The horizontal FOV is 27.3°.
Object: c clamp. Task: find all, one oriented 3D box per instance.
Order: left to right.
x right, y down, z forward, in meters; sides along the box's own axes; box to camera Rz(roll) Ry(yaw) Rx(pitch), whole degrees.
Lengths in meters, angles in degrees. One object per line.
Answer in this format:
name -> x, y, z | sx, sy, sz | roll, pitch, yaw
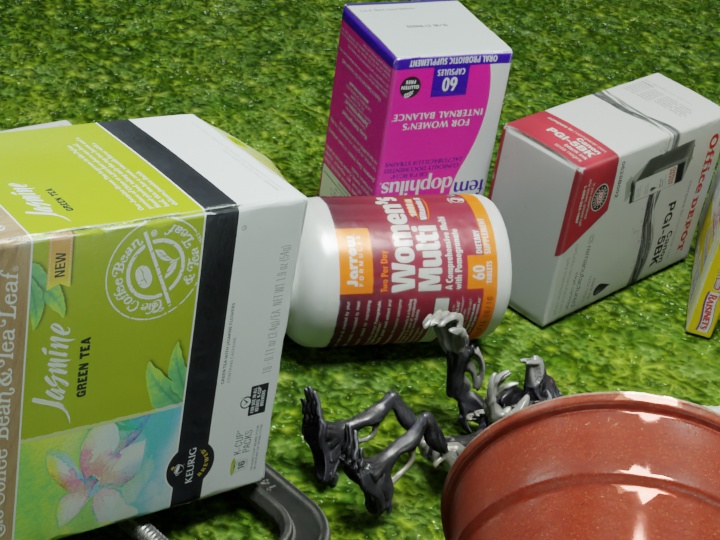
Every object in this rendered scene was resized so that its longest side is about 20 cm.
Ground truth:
c clamp -> -0.125, 0.143, 0.902 | 0.200, 0.027, 0.171 | 29, 31, 32

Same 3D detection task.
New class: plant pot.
plant pot -> 0.125, 0.199, 0.728 | 0.200, 0.201, 0.195 | 11, 40, 4

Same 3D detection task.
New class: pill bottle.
pill bottle -> 0.000, 0.000, 1.080 | 0.200, 0.110, 0.110 | -2, 33, -18

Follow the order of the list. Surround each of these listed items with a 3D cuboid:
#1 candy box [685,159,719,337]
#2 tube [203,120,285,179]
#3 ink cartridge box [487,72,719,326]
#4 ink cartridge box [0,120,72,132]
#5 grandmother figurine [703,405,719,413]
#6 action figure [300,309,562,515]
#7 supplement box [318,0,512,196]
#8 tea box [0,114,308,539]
candy box -> 0.300, -0.038, 1.226 | 0.026, 0.102, 0.200 | 18, 33, 6
tube -> -0.081, -0.064, 1.219 | 0.052, 0.058, 0.200 | -17, 35, -10
ink cartridge box -> 0.195, -0.061, 1.192 | 0.200, 0.147, 0.083 | -22, 44, -39
ink cartridge box -> -0.253, 0.008, 0.967 | 0.200, 0.145, 0.147 | -15, 38, -34
grandmother figurine -> 0.269, 0.153, 0.957 | 0.121, 0.061, 0.200 | 20, 16, -39
action figure -> 0.070, 0.090, 0.962 | 0.200, 0.102, 0.119 | -11, 25, -27
supplement box -> 0.037, -0.099, 1.165 | 0.101, 0.200, 0.103 | -8, 36, -24
tea box -> -0.156, 0.031, 0.858 | 0.197, 0.200, 0.134 | -11, 33, -35
